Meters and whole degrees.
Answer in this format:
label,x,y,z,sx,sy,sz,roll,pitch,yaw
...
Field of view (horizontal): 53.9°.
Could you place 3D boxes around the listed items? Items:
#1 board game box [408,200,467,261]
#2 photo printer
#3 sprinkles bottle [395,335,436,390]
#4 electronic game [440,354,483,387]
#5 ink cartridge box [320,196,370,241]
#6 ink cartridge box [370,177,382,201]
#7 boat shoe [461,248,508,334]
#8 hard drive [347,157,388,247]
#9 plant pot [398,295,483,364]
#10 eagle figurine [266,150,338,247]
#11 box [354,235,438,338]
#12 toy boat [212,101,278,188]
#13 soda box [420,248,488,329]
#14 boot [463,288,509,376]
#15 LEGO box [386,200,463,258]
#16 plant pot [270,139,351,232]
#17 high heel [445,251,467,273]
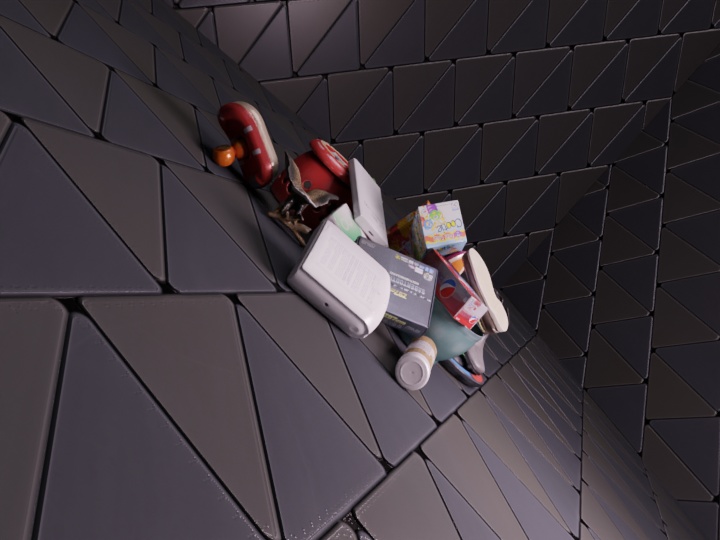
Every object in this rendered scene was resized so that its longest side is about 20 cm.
label,x,y,z,sx,sy,sz,roll,pitch,yaw
board game box,0.186,-0.082,1.738,0.200,0.102,0.106,101,-21,-75
photo printer,-0.031,0.022,1.362,0.199,0.069,0.168,39,42,-13
sprinkles bottle,0.114,0.182,1.427,0.068,0.069,0.200,43,11,4
electronic game,0.237,0.217,1.789,0.199,0.042,0.200,41,11,-10
ink cartridge box,0.000,-0.087,1.677,0.163,0.049,0.200,58,35,-9
ink cartridge box,-0.005,-0.142,1.930,0.058,0.203,0.105,4,41,-20
boat shoe,0.272,0.051,1.613,0.072,0.059,0.204,-37,104,-53
hard drive,0.018,-0.164,1.735,0.132,0.026,0.204,46,28,-42
plant pot,0.171,0.130,1.642,0.199,0.135,0.201,40,12,-10
eagle figurine,-0.140,-0.175,1.627,0.147,0.203,0.154,9,-41,18
box,0.061,0.034,1.495,0.195,0.051,0.161,23,52,-8
toy boat,-0.281,-0.280,1.624,0.130,0.129,0.205,-14,-81,59
soda box,0.200,0.038,1.575,0.069,0.064,0.201,33,15,-37
boot,0.315,0.150,1.775,0.070,0.129,0.205,34,40,-57
LEGO box,0.178,-0.058,1.916,0.202,0.147,0.078,52,19,-15
plant pot,-0.104,-0.217,1.831,0.200,0.183,0.201,42,12,-11
high heel,0.178,0.000,1.750,0.067,0.199,0.097,37,20,-33
